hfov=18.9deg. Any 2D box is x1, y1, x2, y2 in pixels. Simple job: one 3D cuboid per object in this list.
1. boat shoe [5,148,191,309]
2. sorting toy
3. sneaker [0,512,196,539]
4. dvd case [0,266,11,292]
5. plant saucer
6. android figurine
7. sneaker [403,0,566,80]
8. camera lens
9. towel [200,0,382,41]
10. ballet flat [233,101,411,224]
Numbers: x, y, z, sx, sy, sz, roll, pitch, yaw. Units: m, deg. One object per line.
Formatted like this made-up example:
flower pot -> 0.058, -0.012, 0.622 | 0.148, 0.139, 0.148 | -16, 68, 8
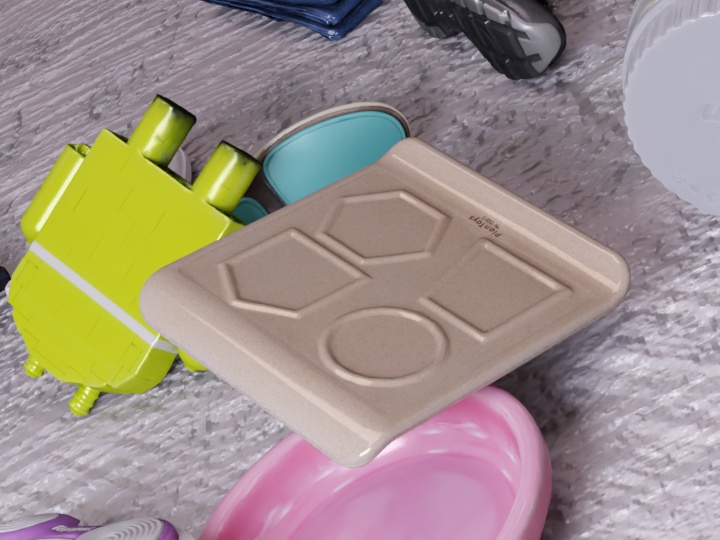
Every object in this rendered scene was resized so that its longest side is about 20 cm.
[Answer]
boat shoe -> -0.179, -0.035, 1.482 | 0.071, 0.069, 0.200 | -11, 36, 34
sorting toy -> 0.013, 0.015, 1.141 | 0.200, 0.036, 0.185 | -32, 46, -30
sneaker -> -0.133, 0.179, 1.114 | 0.075, 0.100, 0.200 | -13, 5, -32
dvd case -> -0.355, 0.045, 1.530 | 0.200, 0.018, 0.143 | -32, 21, -21
plant saucer -> 0.009, 0.139, 1.082 | 0.200, 0.051, 0.201 | -23, 33, 16
android figurine -> -0.145, -0.005, 1.360 | 0.182, 0.041, 0.200 | 33, 97, 29
sneaker -> 0.091, -0.189, 1.452 | 0.079, 0.075, 0.200 | -35, 31, -9
camera lens -> 0.232, -0.142, 1.169 | 0.160, 0.160, 0.200 | -12, 36, 31
towel -> -0.041, -0.236, 1.664 | 0.112, 0.049, 0.200 | -44, 32, -17
ballet flat -> -0.058, -0.049, 1.404 | 0.200, 0.069, 0.069 | -33, 31, 1
